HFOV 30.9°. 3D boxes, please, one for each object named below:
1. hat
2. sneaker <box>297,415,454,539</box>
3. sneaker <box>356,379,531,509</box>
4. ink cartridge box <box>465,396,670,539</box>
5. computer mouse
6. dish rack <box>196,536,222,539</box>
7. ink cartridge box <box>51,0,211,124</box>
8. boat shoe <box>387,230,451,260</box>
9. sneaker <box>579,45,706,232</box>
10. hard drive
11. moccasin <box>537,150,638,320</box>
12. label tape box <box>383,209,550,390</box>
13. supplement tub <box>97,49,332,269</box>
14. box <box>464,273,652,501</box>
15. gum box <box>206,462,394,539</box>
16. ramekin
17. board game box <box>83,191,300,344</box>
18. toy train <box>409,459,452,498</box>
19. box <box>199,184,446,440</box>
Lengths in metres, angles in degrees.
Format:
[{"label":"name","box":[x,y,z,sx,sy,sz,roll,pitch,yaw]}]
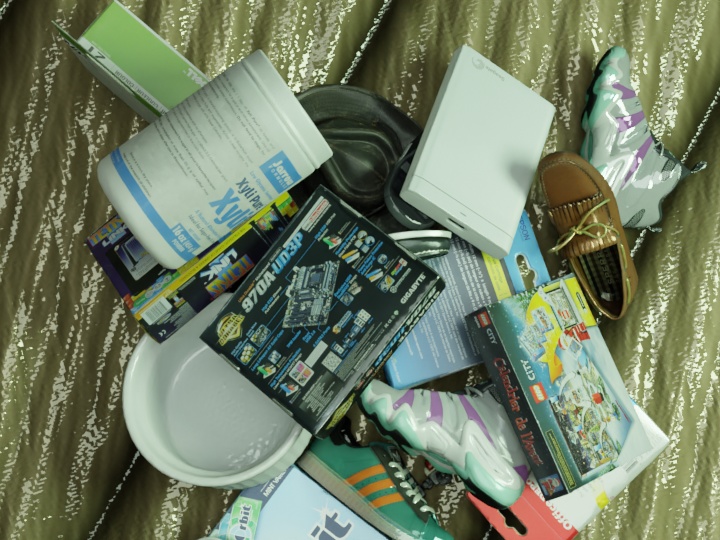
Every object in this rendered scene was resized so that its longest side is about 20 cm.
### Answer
[{"label":"hat","box":[-0.015,-0.115,1.414,0.200,0.081,0.202,0,85,0]},{"label":"sneaker","box":[0.027,0.225,1.362,0.200,0.071,0.080,33,85,26]},{"label":"sneaker","box":[0.104,0.137,1.344,0.200,0.078,0.140,34,74,4]},{"label":"ink cartridge box","box":[0.217,0.209,1.393,0.200,0.067,0.116,-42,85,-4]},{"label":"computer mouse","box":[0.102,-0.096,1.402,0.140,0.046,0.200,40,57,-12]},{"label":"dish rack","box":[-0.151,0.396,1.350,0.171,0.044,0.200,35,104,4]},{"label":"ink cartridge box","box":[-0.226,-0.212,1.359,0.148,0.200,0.076,41,85,2]},{"label":"boat shoe","box":[0.000,0.000,1.349,0.199,0.076,0.061,-11,81,11]},{"label":"sneaker","box":[0.313,-0.139,1.430,0.139,0.078,0.201,8,94,-2]},{"label":"hard drive","box":[0.128,-0.128,1.384,0.132,0.027,0.201,31,59,-17]},{"label":"moccasin","box":[0.237,-0.035,1.371,0.073,0.078,0.202,-10,122,21]},{"label":"label tape box","box":[0.105,0.034,1.411,0.199,0.066,0.144,-19,84,-4]},{"label":"supplement tub","box":[-0.142,-0.107,1.266,0.200,0.132,0.132,-35,86,2]},{"label":"box","box":[0.201,0.114,1.317,0.136,0.038,0.201,-17,80,-38]},{"label":"gum box","box":[-0.064,0.318,1.390,0.200,0.045,0.170,38,85,4]},{"label":"ramekin","box":[-0.138,0.132,1.358,0.199,0.098,0.201,-3,71,9]},{"label":"board game box","box":[-0.176,-0.040,1.369,0.200,0.165,0.057,-39,130,-4]},{"label":"toy train","box":[0.095,0.201,1.411,0.200,0.034,0.046,-39,74,-3]},{"label":"box","box":[-0.037,0.040,1.285,0.159,0.046,0.200,37,88,18]}]
